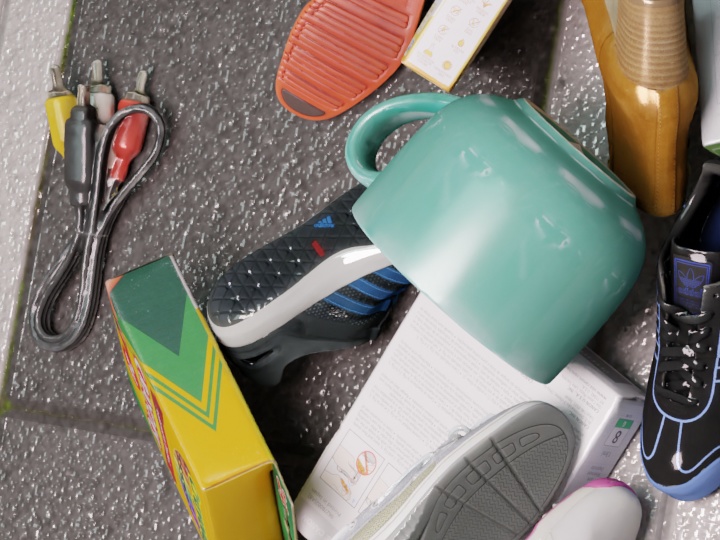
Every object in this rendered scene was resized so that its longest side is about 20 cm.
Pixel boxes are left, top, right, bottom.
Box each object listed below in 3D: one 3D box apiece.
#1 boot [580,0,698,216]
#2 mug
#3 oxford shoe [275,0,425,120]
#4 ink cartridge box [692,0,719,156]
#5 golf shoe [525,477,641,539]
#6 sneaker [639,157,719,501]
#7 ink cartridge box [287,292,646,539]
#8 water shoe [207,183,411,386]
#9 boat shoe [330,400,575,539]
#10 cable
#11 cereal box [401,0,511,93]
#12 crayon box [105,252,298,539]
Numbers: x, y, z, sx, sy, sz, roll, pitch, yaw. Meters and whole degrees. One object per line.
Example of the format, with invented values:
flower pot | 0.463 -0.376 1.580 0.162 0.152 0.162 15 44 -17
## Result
boot | 0.159 -0.127 1.633 0.070 0.201 0.145 -3 118 -3
mug | 0.077 -0.038 1.568 0.185 0.152 0.114 42 98 0
oxford shoe | 0.011 -0.183 1.765 0.200 0.071 0.073 -53 13 26
ink cartridge box | 0.249 -0.170 1.590 0.103 0.059 0.201 -11 74 32
golf shoe | 0.117 0.213 1.571 0.091 0.075 0.201 18 71 47
sneaker | 0.193 0.031 1.576 0.070 0.078 0.201 13 88 35
ink cartridge box | 0.064 0.115 1.672 0.161 0.050 0.201 39 107 33
water shoe | 0.000 0.000 1.726 0.199 0.079 0.072 -26 43 1
boat shoe | 0.037 0.145 1.597 0.202 0.074 0.065 -45 34 1
cable | -0.177 -0.043 1.883 0.097 0.050 0.201 5 95 18
cereal box | 0.096 -0.207 1.657 0.039 0.144 0.201 32 101 -1
crayon box | -0.096 0.105 1.721 0.051 0.127 0.200 -22 57 -11
